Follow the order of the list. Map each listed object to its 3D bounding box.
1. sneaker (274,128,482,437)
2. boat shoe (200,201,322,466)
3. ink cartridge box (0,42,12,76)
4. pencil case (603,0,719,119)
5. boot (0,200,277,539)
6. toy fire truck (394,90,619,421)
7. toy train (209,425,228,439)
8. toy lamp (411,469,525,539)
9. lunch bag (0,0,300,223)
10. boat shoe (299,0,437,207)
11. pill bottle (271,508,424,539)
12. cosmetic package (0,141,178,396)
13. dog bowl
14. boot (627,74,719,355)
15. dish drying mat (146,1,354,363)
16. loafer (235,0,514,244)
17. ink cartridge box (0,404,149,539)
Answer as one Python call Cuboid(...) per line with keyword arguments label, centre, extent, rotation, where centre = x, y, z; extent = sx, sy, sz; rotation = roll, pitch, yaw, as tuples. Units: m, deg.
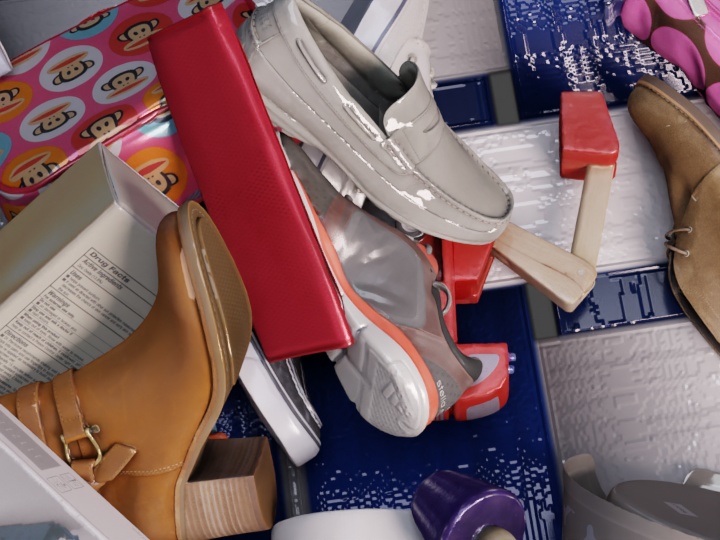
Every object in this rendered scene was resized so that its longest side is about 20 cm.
Cuboid(label="sneaker", centre=(0.000, 0.000, 0.983), extent=(0.082, 0.077, 0.200), rotation=(-26, 81, -33))
Cuboid(label="boat shoe", centre=(-0.059, 0.021, 1.029), extent=(0.068, 0.072, 0.200), rotation=(-25, 65, -3))
Cuboid(label="ink cartridge box", centre=(-0.324, -0.111, 1.068), extent=(0.200, 0.042, 0.119), rotation=(-28, 30, -7))
Cuboid(label="pencil case", centre=(0.249, -0.119, 1.040), extent=(0.091, 0.094, 0.200), rotation=(-41, 75, -9))
Cuboid(label="boot", centre=(-0.137, 0.064, 0.924), extent=(0.155, 0.074, 0.200), rotation=(-4, 105, 10))
Cuboid(label="toy fire truck", centre=(0.093, -0.008, 1.036), extent=(0.141, 0.049, 0.200), rotation=(-3, 71, 3))
Cuboid(label="toy train", centre=(-0.122, 0.185, 0.983), extent=(0.150, 0.056, 0.200), rotation=(-9, 71, 1))
Cuboid(label="toy lamp", centre=(0.094, 0.160, 0.850), extent=(0.058, 0.058, 0.200), rotation=(-45, 38, -11))
Cuboid(label="lunch bag", centre=(-0.145, -0.108, 1.048), extent=(0.200, 0.082, 0.176), rotation=(-27, 42, -5))
Cuboid(label="boat shoe", centre=(0.013, -0.121, 1.076), extent=(0.070, 0.071, 0.200), rotation=(30, 70, -16))
Cuboid(label="pill bottle", centre=(0.001, 0.239, 0.928), extent=(0.113, 0.113, 0.200), rotation=(-4, 72, 2))
Cuboid(label="cosmetic package", centre=(-0.183, 0.033, 0.972), extent=(0.200, 0.105, 0.071), rotation=(-39, 38, 11))
Cuboid(label="dog bowl", centre=(0.199, 0.156, 0.906), extent=(0.200, 0.200, 0.059), rotation=(14, 96, 8))
Cuboid(label="boot", centre=(0.210, -0.029, 1.029), extent=(0.075, 0.074, 0.200), rotation=(-32, 75, 4))
Cuboid(label="dish drying mat", centre=(-0.062, -0.046, 0.942), extent=(0.018, 0.077, 0.200), rotation=(-28, 99, -42))
Cuboid(label="loafer", centre=(0.016, -0.085, 0.962), extent=(0.200, 0.070, 0.070), rotation=(33, 40, -22))
Cuboid(label="ink cartridge box", centre=(-0.183, 0.198, 0.893), extent=(0.200, 0.045, 0.176), rotation=(39, 101, 14))
